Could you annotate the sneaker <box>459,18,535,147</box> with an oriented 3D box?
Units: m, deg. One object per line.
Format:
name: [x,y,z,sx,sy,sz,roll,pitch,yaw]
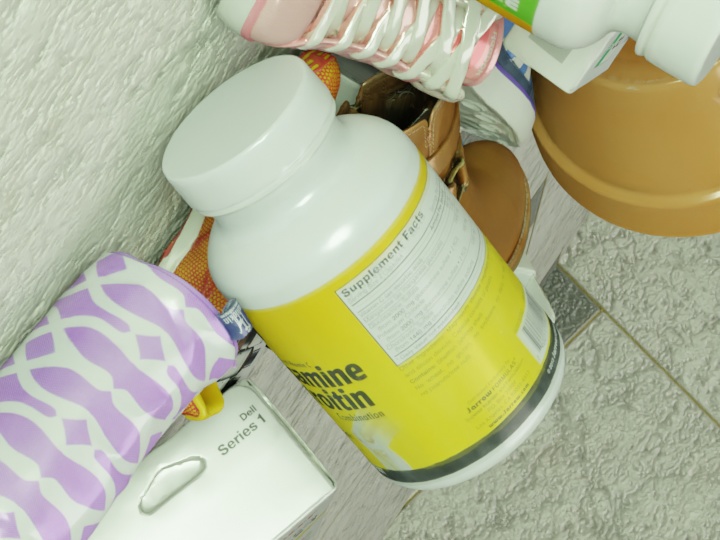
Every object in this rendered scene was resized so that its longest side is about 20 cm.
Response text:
sneaker: [0.075,-0.161,1.200,0.147,0.081,0.200,-67,160,-8]

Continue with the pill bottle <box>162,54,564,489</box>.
pill bottle: [0.000,0.000,1.008,0.112,0.200,0.112,-30,-152,18]

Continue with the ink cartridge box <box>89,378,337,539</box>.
ink cartridge box: [-0.097,0.154,1.264,0.145,0.084,0.200,-39,172,-13]

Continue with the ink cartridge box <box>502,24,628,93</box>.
ink cartridge box: [0.159,-0.178,1.092,0.161,0.050,0.200,-55,169,25]

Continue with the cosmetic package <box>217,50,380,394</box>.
cosmetic package: [-0.049,-0.023,1.185,0.200,0.051,0.083,-60,171,14]

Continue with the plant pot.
plant pot: [0.181,-0.138,1.274,0.200,0.200,0.140,-56,153,-10]

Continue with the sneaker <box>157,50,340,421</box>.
sneaker: [-0.053,-0.017,1.101,0.200,0.077,0.073,-64,169,12]

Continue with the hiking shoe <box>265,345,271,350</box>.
hiking shoe: [-0.014,-0.038,1.307,0.200,0.074,0.087,-57,-173,41]

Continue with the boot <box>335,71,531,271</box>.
boot: [0.034,-0.054,1.147,0.200,0.077,0.155,-44,144,-40]

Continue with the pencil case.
pencil case: [-0.136,0.083,0.959,0.200,0.084,0.086,-50,138,-22]

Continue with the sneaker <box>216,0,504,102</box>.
sneaker: [0.013,-0.126,1.009,0.075,0.105,0.200,-59,170,19]

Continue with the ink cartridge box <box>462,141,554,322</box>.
ink cartridge box: [0.040,0.007,1.356,0.116,0.067,0.200,-62,-151,26]

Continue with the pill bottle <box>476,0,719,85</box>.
pill bottle: [0.073,-0.161,0.896,0.111,0.200,0.111,-55,170,-14]
